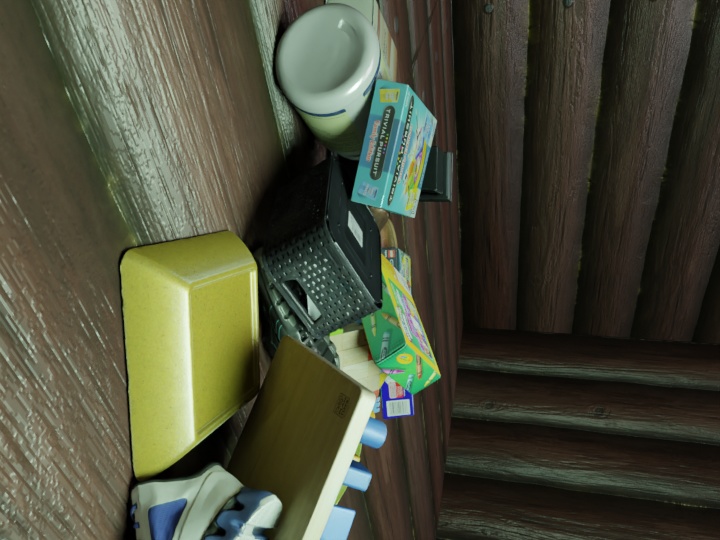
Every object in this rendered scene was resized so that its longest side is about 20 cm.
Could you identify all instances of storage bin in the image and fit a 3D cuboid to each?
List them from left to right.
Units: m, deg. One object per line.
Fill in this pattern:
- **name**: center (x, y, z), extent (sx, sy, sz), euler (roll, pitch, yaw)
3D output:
- **storage bin**: center (-0.041, -0.035, 0.748), extent (0.137, 0.092, 0.203), euler (56, 19, -29)

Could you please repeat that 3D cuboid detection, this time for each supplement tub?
- **supplement tub**: center (-0.023, -0.254, 0.834), extent (0.200, 0.140, 0.151), euler (41, 53, -71)

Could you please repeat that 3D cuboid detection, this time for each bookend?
- **bookend**: center (0.060, -0.176, 1.060), extent (0.198, 0.192, 0.096), euler (-13, 104, -75)

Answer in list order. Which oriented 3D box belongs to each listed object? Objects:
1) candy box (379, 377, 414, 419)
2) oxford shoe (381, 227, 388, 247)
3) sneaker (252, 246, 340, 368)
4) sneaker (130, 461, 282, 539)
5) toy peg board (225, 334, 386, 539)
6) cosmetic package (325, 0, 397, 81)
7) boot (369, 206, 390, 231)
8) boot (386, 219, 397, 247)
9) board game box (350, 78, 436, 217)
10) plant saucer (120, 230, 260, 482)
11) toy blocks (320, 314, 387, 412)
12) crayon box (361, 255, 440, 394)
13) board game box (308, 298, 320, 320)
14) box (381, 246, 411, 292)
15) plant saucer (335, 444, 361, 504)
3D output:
- **candy box**: center (0.070, 0.189, 1.296), extent (0.201, 0.074, 0.175), euler (-89, 174, -67)
- **oxford shoe**: center (0.030, 0.005, 1.155), extent (0.070, 0.069, 0.208), euler (3, 94, -56)
- **sneaker**: center (-0.098, 0.069, 0.750), extent (0.205, 0.077, 0.076), euler (67, 29, -16)
- **sneaker**: center (-0.165, 0.249, 0.503), extent (0.201, 0.113, 0.081), euler (-51, 149, -17)
- **toy peg board**: center (-0.046, 0.198, 0.595), extent (0.096, 0.198, 0.206), euler (25, 86, -29)
- **cosmetic package**: center (0.005, -0.380, 1.030), extent (0.199, 0.084, 0.108), euler (13, 80, -75)
- **boot**: center (0.000, 0.000, 1.027), extent (0.187, 0.062, 0.207), euler (125, -24, -71)
- **boot**: center (0.031, -0.021, 1.225), extent (0.075, 0.071, 0.208), euler (31, 63, -61)
- **board game box**: center (0.053, -0.161, 0.832), extent (0.199, 0.045, 0.157), euler (-5, 109, -73)
- **plant saucer**: center (-0.150, 0.072, 0.585), extent (0.200, 0.047, 0.208), euler (-30, 120, -73)
- **toy blocks**: center (-0.010, 0.158, 0.908), extent (0.133, 0.098, 0.208), euler (-8, 104, -39)
- **crayon box**: center (0.048, 0.072, 0.911), extent (0.119, 0.057, 0.204), euler (44, 21, -45)
- **board game box**: center (-0.064, -0.006, 0.938), extent (0.200, 0.025, 0.208), euler (45, 49, -71)
- **box**: center (0.067, 0.068, 1.110), extent (0.136, 0.036, 0.208), euler (20, 68, -73)
- **plant saucer**: center (-0.070, 0.294, 0.824), extent (0.199, 0.031, 0.205), euler (-39, 143, -36)
